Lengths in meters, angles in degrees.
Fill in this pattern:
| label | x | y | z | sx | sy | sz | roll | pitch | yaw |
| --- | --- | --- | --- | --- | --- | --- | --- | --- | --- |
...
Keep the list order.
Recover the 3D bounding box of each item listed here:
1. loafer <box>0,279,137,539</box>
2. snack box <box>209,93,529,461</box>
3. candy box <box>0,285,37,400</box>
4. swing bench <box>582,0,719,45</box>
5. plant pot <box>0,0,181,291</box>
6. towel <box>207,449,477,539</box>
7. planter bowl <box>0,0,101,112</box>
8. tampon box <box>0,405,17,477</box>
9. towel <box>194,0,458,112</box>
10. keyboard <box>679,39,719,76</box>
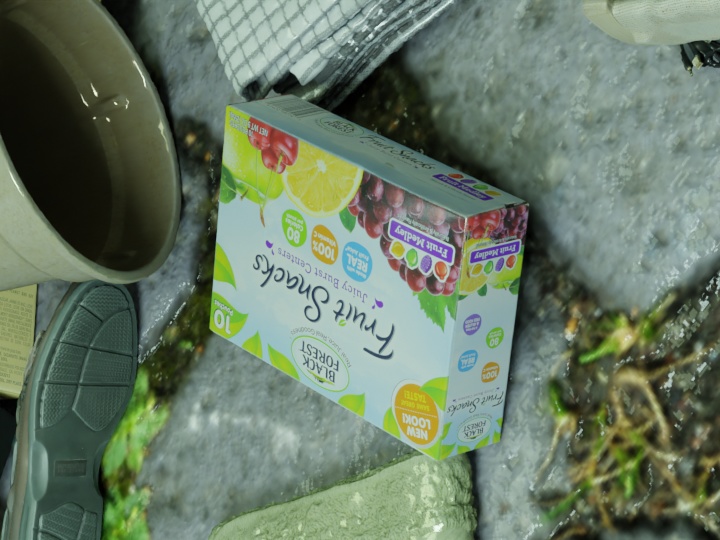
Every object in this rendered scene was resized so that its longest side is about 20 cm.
| label | x | y | z | sx | sy | sz | roll | pitch | yaw |
| --- | --- | --- | --- | --- | --- | --- | --- | --- | --- |
| loafer | -0.190 | 0.100 | 1.561 | 0.063 | 0.072 | 0.200 | 6 | 85 | 49 |
| snack box | 0.000 | 0.000 | 1.393 | 0.200 | 0.053 | 0.142 | 27 | 121 | 43 |
| candy box | -0.268 | -0.012 | 1.667 | 0.115 | 0.055 | 0.200 | -10 | 73 | 39 |
| swing bench | 0.231 | -0.199 | 1.205 | 0.199 | 0.130 | 0.200 | 1 | 80 | 38 |
| plant pot | -0.240 | -0.061 | 1.534 | 0.183 | 0.200 | 0.200 | -20 | 66 | 25 |
| towel | -0.011 | 0.187 | 1.396 | 0.200 | 0.036 | 0.148 | -23 | 65 | 36 |
| planter bowl | -0.258 | -0.196 | 1.648 | 0.200 | 0.083 | 0.200 | -25 | 45 | 28 |
| tampon box | -0.330 | 0.155 | 1.572 | 0.150 | 0.126 | 0.200 | -9 | 53 | 39 |
| towel | -0.011 | -0.205 | 1.469 | 0.200 | 0.086 | 0.166 | -42 | 58 | 27 |
| keyboard | 0.187 | -0.180 | 1.325 | 0.127 | 0.021 | 0.200 | -49 | 50 | 14 |
